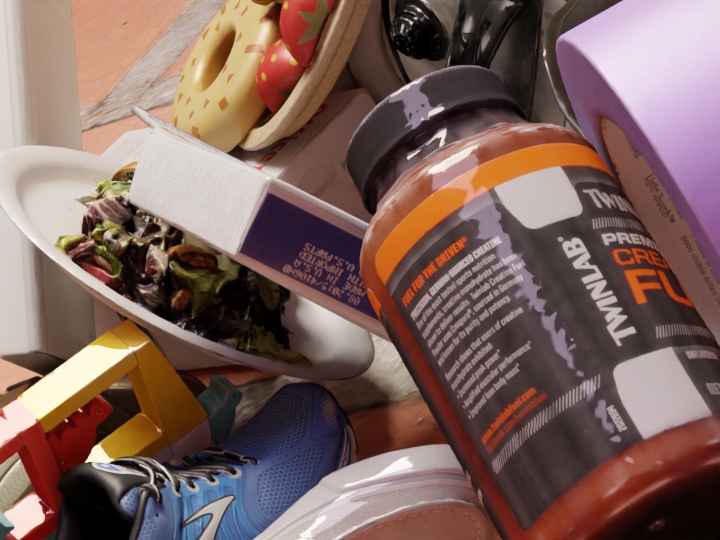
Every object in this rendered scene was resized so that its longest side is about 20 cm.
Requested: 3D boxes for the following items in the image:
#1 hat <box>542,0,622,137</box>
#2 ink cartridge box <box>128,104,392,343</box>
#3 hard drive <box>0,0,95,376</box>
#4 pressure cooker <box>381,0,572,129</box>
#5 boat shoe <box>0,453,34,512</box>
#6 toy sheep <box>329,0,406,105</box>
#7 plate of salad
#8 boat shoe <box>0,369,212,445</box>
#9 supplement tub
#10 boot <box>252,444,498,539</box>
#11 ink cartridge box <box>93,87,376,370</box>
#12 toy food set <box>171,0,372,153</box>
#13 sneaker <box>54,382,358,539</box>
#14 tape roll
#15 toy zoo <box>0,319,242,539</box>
[{"bbox_3d":[0.165,-0.060,1.209,0.201,0.200,0.081,-52,-13,-46],"label":"hat"},{"bbox_3d":[0.000,0.000,1.161,0.041,0.199,0.200,-63,24,1],"label":"ink cartridge box"},{"bbox_3d":[-0.162,-0.051,1.335,0.026,0.202,0.132,-6,-8,5],"label":"hard drive"},{"bbox_3d":[0.108,-0.130,1.333,0.200,0.177,0.178,-41,21,-31],"label":"pressure cooker"},{"bbox_3d":[-0.197,0.158,1.238,0.200,0.072,0.068,-42,-1,-22],"label":"boat shoe"},{"bbox_3d":[0.014,-0.117,1.495,0.200,0.138,0.138,-28,14,50],"label":"toy sheep"},{"bbox_3d":[-0.077,-0.013,1.232,0.048,0.199,0.200,-60,14,16],"label":"plate of salad"},{"bbox_3d":[-0.147,0.078,1.329,0.199,0.072,0.068,-16,26,37],"label":"boat shoe"},{"bbox_3d":[0.067,0.020,0.996,0.106,0.107,0.201,-29,64,-1],"label":"supplement tub"},{"bbox_3d":[-0.025,0.148,1.034,0.199,0.074,0.096,-30,33,7],"label":"boot"},{"bbox_3d":[-0.085,-0.017,1.450,0.199,0.085,0.146,-6,31,45],"label":"ink cartridge box"},{"bbox_3d":[-0.036,-0.159,1.391,0.200,0.048,0.199,156,130,-67],"label":"toy food set"},{"bbox_3d":[-0.077,0.108,1.143,0.078,0.090,0.200,-4,33,47],"label":"sneaker"},{"bbox_3d":[0.147,-0.012,0.972,0.065,0.201,0.200,-30,20,-1],"label":"tape roll"},{"bbox_3d":[-0.135,0.107,1.173,0.200,0.132,0.020,-37,50,-18],"label":"toy zoo"}]
